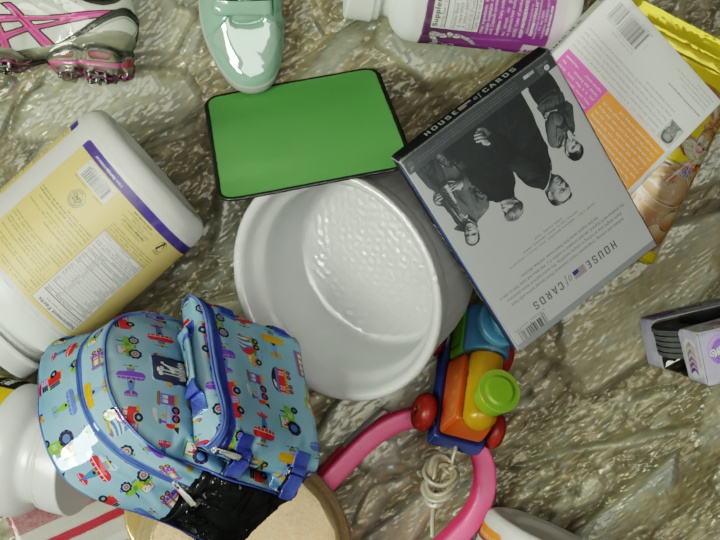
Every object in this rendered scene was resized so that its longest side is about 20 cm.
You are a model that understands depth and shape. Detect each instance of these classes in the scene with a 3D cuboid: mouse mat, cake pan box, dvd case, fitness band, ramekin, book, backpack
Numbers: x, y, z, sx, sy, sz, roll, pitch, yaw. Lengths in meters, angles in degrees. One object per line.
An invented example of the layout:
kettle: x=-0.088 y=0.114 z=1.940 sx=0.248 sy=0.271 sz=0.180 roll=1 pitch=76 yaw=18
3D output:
mouse mat: x=-0.048 y=-0.117 z=1.243 sx=0.160 sy=0.200 sz=0.008 roll=-11 pitch=123 yaw=-3
cake pan box: x=0.354 y=0.049 z=1.288 sx=0.198 sy=0.184 sz=0.053 roll=-13 pitch=91 yaw=-3
dvd case: x=0.135 y=-0.055 z=1.193 sx=0.150 sy=0.025 sz=0.201 roll=-36 pitch=115 yaw=-5
fitness band: x=0.033 y=0.212 z=1.349 sx=0.200 sy=0.037 sz=0.144 roll=-45 pitch=97 yaw=1
ramekin: x=0.000 y=0.000 z=1.258 sx=0.199 sy=0.098 sz=0.202 roll=11 pitch=113 yaw=28
book: x=0.185 y=-0.119 z=1.242 sx=0.200 sy=0.048 sz=0.134 roll=-44 pitch=101 yaw=2
backpack: x=-0.151 y=0.109 z=1.185 sx=0.199 sy=0.183 sz=0.134 roll=26 pitch=127 yaw=-33

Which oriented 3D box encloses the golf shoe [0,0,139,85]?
golf shoe: x=-0.291 y=-0.213 z=1.274 sx=0.198 sy=0.073 sz=0.093 roll=4 pitch=88 yaw=-15

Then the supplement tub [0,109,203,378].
supplement tub: x=-0.248 y=-0.021 z=1.253 sx=0.200 sy=0.145 sz=0.146 roll=-41 pitch=97 yaw=0

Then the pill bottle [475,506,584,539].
pill bottle: x=0.130 y=0.325 z=1.328 sx=0.113 sy=0.114 sz=0.201 roll=22 pitch=94 yaw=-6

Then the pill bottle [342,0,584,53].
pill bottle: x=0.087 y=-0.249 z=1.277 sx=0.198 sy=0.112 sz=0.113 roll=5 pitch=94 yaw=-5

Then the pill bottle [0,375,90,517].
pill bottle: x=-0.320 y=0.142 z=1.245 sx=0.199 sy=0.112 sz=0.113 roll=11 pitch=94 yaw=18

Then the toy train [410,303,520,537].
toy train: x=0.100 y=0.122 z=1.273 sx=0.084 sy=0.116 sz=0.201 roll=16 pitch=66 yaw=-15

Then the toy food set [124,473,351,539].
toy food set: x=-0.105 y=0.252 z=1.289 sx=0.198 sy=0.049 sz=0.200 roll=-5 pitch=82 yaw=-9

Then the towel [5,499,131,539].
towel: x=-0.211 y=0.263 z=1.296 sx=0.143 sy=0.023 sz=0.201 roll=-22 pitch=82 yaw=-27

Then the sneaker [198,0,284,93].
sneaker: x=-0.104 y=-0.251 z=1.258 sx=0.073 sy=0.118 sz=0.202 roll=-7 pitch=97 yaw=-5

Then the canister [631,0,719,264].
canister: x=0.239 y=-0.124 z=1.314 sx=0.148 sy=0.087 sz=0.201 roll=25 pitch=94 yaw=-6
